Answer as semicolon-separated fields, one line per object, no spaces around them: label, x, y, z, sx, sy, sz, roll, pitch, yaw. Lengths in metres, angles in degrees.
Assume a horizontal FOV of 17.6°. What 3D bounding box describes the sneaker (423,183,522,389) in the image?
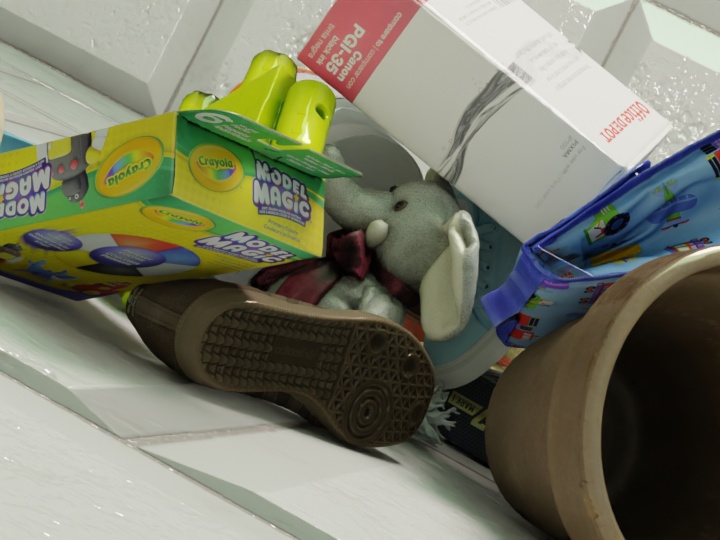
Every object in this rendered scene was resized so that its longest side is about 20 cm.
sneaker;0.074;-0.016;1.499;0.074;0.200;0.082;-16;-53;43

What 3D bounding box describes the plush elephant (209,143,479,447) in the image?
plush elephant;0.000;0.000;1.389;0.200;0.155;0.165;26;4;-15

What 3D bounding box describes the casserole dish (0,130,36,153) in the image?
casserole dish;-0.196;-0.058;1.592;0.200;0.039;0.121;20;0;31

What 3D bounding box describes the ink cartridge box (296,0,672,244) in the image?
ink cartridge box;0.079;-0.110;1.426;0.200;0.083;0.147;40;23;5

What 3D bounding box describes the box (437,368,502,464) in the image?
box;0.137;0.119;1.555;0.158;0.051;0.200;30;5;31

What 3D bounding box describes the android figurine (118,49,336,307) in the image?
android figurine;-0.095;-0.052;1.390;0.041;0.182;0.200;48;33;-24

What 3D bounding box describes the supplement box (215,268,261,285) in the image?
supplement box;-0.043;0.015;1.639;0.109;0.061;0.200;30;5;19

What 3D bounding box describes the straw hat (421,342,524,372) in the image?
straw hat;0.094;0.024;1.696;0.201;0.085;0.201;50;12;-14

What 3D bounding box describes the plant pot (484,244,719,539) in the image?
plant pot;0.156;0.089;1.257;0.200;0.201;0.175;25;-13;-26

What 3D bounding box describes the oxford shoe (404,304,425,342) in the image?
oxford shoe;0.034;-0.036;1.619;0.071;0.073;0.200;-5;37;-21

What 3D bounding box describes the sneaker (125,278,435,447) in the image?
sneaker;-0.040;0.040;1.244;0.075;0.071;0.200;25;0;42

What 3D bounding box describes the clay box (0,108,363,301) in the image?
clay box;-0.109;-0.031;1.161;0.200;0.048;0.115;-9;-20;37

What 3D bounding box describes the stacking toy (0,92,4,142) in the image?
stacking toy;-0.296;-0.100;1.303;0.085;0.086;0.200;30;8;37

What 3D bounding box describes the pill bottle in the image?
pill bottle;-0.029;-0.068;1.554;0.109;0.110;0.200;26;6;-23

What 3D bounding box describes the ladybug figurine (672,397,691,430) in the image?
ladybug figurine;0.260;0.106;1.372;0.200;0.136;0.072;59;8;-9

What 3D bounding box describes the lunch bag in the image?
lunch bag;0.163;-0.007;1.332;0.151;0.200;0.094;108;-40;-74
